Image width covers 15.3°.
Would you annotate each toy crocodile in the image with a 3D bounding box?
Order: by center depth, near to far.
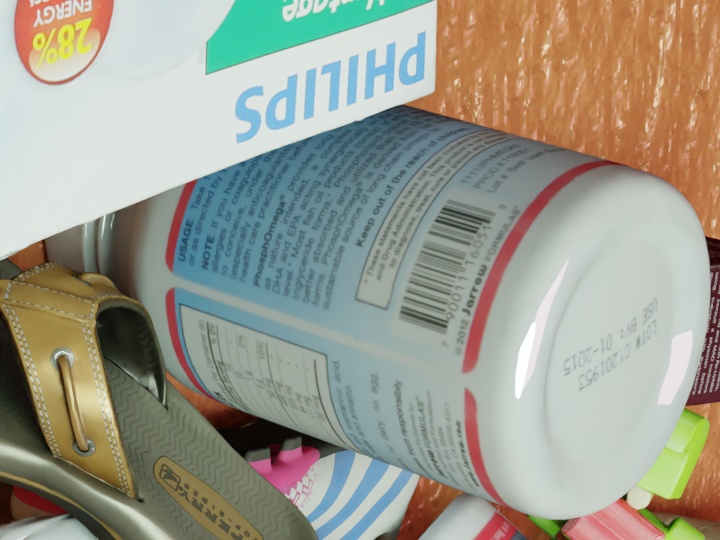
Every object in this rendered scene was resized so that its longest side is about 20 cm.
[{"bbox_3d":[0.076,0.136,1.081,0.200,0.067,0.062,-53,175,7],"label":"toy crocodile"}]

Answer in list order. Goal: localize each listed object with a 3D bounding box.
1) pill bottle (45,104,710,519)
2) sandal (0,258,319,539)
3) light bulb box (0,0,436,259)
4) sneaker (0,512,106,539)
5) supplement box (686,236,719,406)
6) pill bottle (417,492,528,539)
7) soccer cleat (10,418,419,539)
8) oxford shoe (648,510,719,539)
[{"bbox_3d":[0.000,0.000,0.840,0.109,0.199,0.109,-27,126,-45],"label":"pill bottle"},{"bbox_3d":[-0.081,0.038,0.802,0.200,0.055,0.082,40,36,-15],"label":"sandal"},{"bbox_3d":[-0.081,-0.131,0.739,0.198,0.124,0.201,-25,123,-47],"label":"light bulb box"},{"bbox_3d":[-0.056,0.143,0.835,0.200,0.114,0.076,12,131,-41],"label":"sneaker"},{"bbox_3d":[0.075,0.014,1.030,0.200,0.109,0.061,-3,106,-52],"label":"supplement box"},{"bbox_3d":[0.075,0.190,1.000,0.120,0.200,0.120,-48,175,-6],"label":"pill bottle"},{"bbox_3d":[-0.044,0.091,0.933,0.200,0.070,0.087,-9,111,-53],"label":"soccer cleat"},{"bbox_3d":[0.164,0.136,1.218,0.200,0.074,0.071,15,56,-61],"label":"oxford shoe"}]
